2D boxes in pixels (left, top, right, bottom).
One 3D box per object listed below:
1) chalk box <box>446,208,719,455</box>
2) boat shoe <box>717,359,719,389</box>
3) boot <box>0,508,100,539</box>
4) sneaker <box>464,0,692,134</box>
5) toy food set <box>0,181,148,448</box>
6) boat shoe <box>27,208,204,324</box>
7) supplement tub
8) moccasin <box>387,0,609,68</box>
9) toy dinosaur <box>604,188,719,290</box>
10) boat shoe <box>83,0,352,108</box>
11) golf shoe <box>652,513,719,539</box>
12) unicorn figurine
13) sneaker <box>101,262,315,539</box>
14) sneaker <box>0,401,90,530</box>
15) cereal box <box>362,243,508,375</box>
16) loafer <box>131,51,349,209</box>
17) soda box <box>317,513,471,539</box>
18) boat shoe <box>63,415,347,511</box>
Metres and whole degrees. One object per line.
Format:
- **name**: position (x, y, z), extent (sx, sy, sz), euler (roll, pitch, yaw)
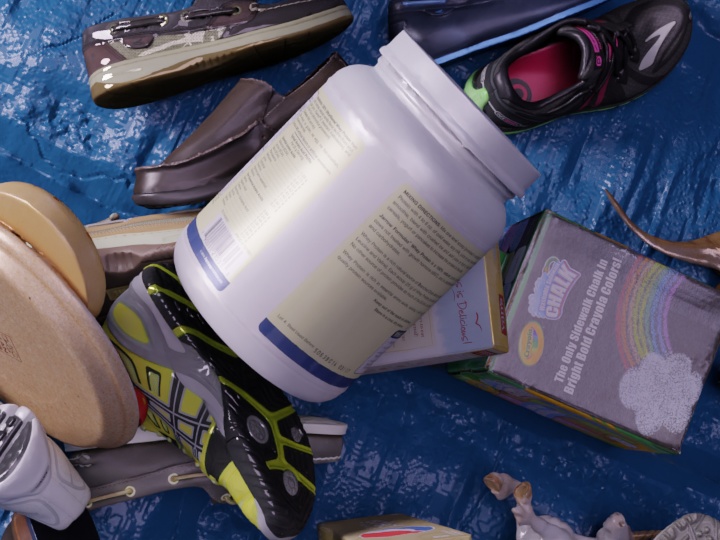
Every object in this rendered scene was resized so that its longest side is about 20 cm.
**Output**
- **chalk box**: position (0.144, 0.039, 0.883), extent (0.199, 0.124, 0.125), euler (25, 81, -6)
- **boat shoe**: position (0.361, 0.132, 0.936), extent (0.200, 0.072, 0.066), euler (29, 74, -10)
- **boot**: position (-0.203, 0.247, 0.774), extent (0.074, 0.201, 0.097), euler (24, 121, -39)
- **sneaker**: position (0.178, -0.159, 0.930), extent (0.199, 0.084, 0.077), euler (-27, 90, -12)
- **toy food set**: position (-0.211, 0.031, 0.765), extent (0.049, 0.197, 0.201), euler (-45, 124, -33)
- **boat shoe**: position (-0.182, -0.007, 0.861), extent (0.198, 0.076, 0.072), euler (-4, 128, 3)
- **supplement tub**: position (-0.002, -0.033, 0.747), extent (0.200, 0.145, 0.145), euler (-44, 92, 10)
- **moccasin**: position (0.116, -0.212, 0.926), extent (0.199, 0.080, 0.069), euler (-21, 94, -13)
- **toy dinosaur**: position (0.288, -0.011, 0.957), extent (0.198, 0.061, 0.107), euler (-4, 60, -16)
- **boat shoe**: position (-0.106, -0.177, 0.881), extent (0.199, 0.072, 0.067), euler (-19, 88, -8)
- **golf shoe**: position (0.205, 0.265, 0.878), extent (0.078, 0.097, 0.201), euler (25, 88, -2)
- **unicorn figurine**: position (0.130, 0.213, 0.869), extent (0.200, 0.074, 0.138), euler (-48, 124, -18)
- **sneaker**: position (-0.101, 0.094, 0.800), extent (0.076, 0.075, 0.201), euler (-38, 76, 23)
- **sneaker**: position (-0.247, 0.115, 0.787), extent (0.075, 0.199, 0.081), euler (-54, 131, -13)
- **cereal box**: position (0.000, 0.000, 0.843), extent (0.198, 0.039, 0.145), euler (-10, 76, 23)
- **loafer**: position (-0.083, -0.103, 0.882), extent (0.199, 0.073, 0.072), euler (-27, 101, -22)
- **soda box**: position (0.020, 0.202, 0.800), extent (0.067, 0.200, 0.065), euler (-5, 84, -11)
- **boat shoe**: position (-0.108, 0.136, 0.853), extent (0.200, 0.072, 0.061), euler (-3, 84, -4)
